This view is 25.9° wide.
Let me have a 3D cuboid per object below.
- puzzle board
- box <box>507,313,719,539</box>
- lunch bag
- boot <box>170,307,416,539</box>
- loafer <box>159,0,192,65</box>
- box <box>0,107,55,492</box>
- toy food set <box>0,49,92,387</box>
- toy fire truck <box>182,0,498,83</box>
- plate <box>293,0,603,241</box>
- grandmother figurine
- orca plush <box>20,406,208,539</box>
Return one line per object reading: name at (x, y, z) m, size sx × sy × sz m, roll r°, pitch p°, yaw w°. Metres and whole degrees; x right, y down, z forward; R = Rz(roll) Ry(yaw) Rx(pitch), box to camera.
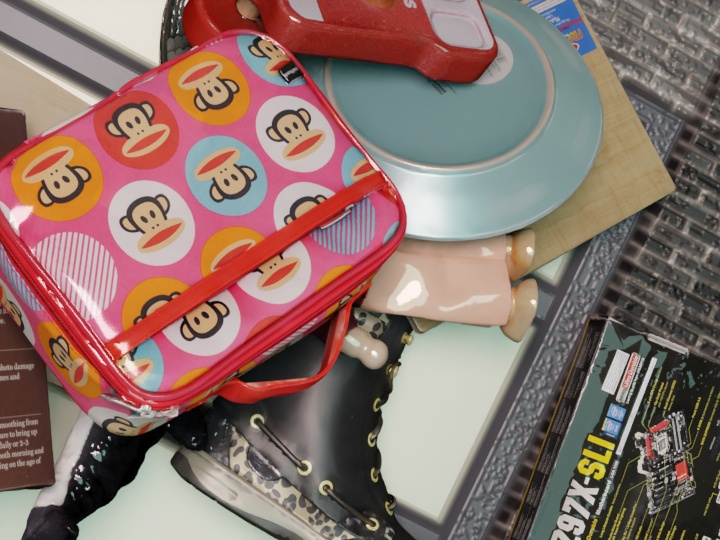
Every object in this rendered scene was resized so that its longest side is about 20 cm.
puzzle board at (0.081, -0.072, 0.963) m, size 0.199 × 0.017 × 0.152 m, roll -28°, pitch 90°, yaw -19°
box at (0.186, 0.149, 0.984) m, size 0.158 × 0.049 × 0.202 m, roll 21°, pitch 87°, yaw -7°
lunch bag at (-0.079, -0.011, 0.796) m, size 0.199 × 0.082 × 0.177 m, roll -35°, pitch 84°, yaw -31°
boot at (0.006, 0.103, 0.942) m, size 0.202 × 0.073 × 0.155 m, roll 30°, pitch 83°, yaw -10°
loafer at (-0.077, -0.079, 0.929) m, size 0.071 × 0.063 × 0.202 m, roll -9°, pitch 92°, yaw -8°
box at (-0.222, 0.017, 0.803) m, size 0.074 × 0.100 × 0.202 m, roll -6°, pitch 86°, yaw 33°
toy food set at (-0.211, -0.045, 0.895) m, size 0.199 × 0.060 × 0.144 m, roll 31°, pitch 88°, yaw 3°
toy fire truck at (-0.018, -0.196, 0.906) m, size 0.167 × 0.112 × 0.201 m, roll 4°, pitch 52°, yaw -32°
plate at (0.045, -0.105, 0.915) m, size 0.198 × 0.026 × 0.202 m, roll 2°, pitch 55°, yaw -2°
grandmother figurine at (0.000, 0.000, 0.892) m, size 0.198 × 0.061 × 0.122 m, roll 8°, pitch 51°, yaw -12°
orca plush at (-0.119, 0.081, 0.882) m, size 0.071 × 0.201 × 0.106 m, roll 22°, pitch 129°, yaw 1°
